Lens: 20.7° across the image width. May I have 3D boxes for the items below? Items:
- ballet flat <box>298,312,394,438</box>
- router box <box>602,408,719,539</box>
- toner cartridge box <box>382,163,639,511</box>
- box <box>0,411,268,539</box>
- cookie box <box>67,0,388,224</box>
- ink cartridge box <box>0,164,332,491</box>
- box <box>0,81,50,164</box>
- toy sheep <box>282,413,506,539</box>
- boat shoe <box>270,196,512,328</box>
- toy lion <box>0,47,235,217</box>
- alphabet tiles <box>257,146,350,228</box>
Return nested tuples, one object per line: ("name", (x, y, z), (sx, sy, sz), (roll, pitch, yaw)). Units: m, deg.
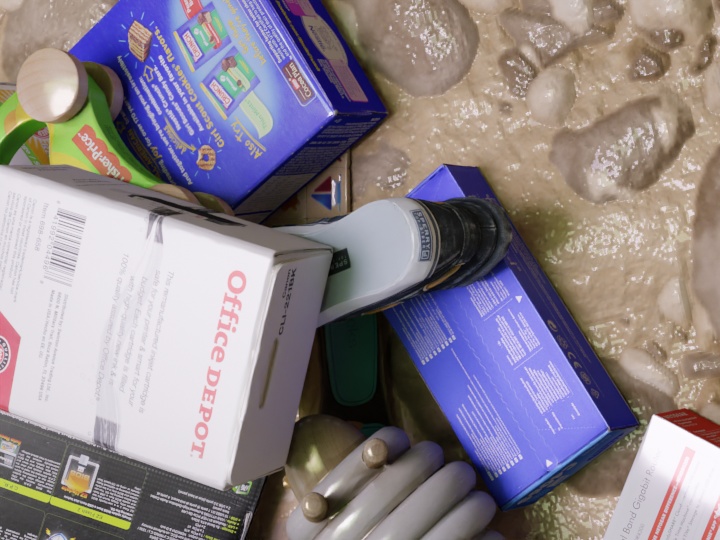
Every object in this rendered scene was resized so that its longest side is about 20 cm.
("ballet flat", (-0.013, 0.095, 1.297), (0.063, 0.068, 0.201), (0, 91, 61))
("router box", (0.219, 0.208, 1.144), (0.179, 0.049, 0.200), (28, 106, 30))
("toner cartridge box", (0.080, 0.040, 1.236), (0.095, 0.043, 0.200), (-40, 70, 28))
("box", (-0.178, 0.174, 1.353), (0.199, 0.048, 0.194), (18, 105, -1))
("cookie box", (-0.107, -0.114, 1.328), (0.200, 0.075, 0.171), (-39, 73, 28))
("ink cartridge box", (-0.131, 0.030, 1.180), (0.200, 0.084, 0.145), (18, 101, 24))
("box", (-0.257, -0.027, 1.422), (0.112, 0.101, 0.200), (-40, 70, 27))
("toy sheep", (0.027, 0.167, 1.200), (0.138, 0.138, 0.200), (-44, 81, 26))
("boat shoe", (0.000, 0.000, 1.219), (0.200, 0.091, 0.071), (-14, 82, 48))
("toy lion", (-0.192, -0.013, 1.283), (0.192, 0.069, 0.200), (-45, 72, 13))
("alphabet tiles", (-0.077, -0.035, 1.360), (0.167, 0.008, 0.201), (-1, 91, 33))
